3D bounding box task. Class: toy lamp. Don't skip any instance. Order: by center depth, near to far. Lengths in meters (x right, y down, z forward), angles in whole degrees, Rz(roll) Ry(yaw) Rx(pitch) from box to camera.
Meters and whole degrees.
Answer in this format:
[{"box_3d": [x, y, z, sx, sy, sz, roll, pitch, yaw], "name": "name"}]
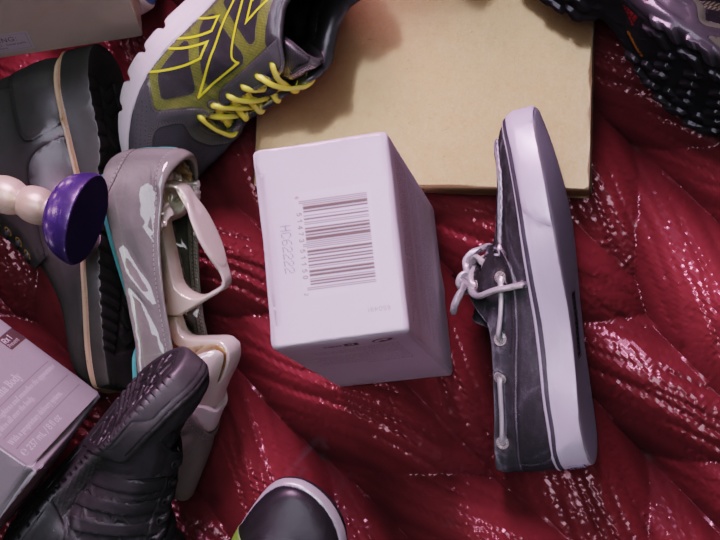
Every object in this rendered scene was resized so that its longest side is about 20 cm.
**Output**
[{"box_3d": [-0.239, -0.056, 1.073, 0.198, 0.058, 0.059, 17, 84, 15], "name": "toy lamp"}]

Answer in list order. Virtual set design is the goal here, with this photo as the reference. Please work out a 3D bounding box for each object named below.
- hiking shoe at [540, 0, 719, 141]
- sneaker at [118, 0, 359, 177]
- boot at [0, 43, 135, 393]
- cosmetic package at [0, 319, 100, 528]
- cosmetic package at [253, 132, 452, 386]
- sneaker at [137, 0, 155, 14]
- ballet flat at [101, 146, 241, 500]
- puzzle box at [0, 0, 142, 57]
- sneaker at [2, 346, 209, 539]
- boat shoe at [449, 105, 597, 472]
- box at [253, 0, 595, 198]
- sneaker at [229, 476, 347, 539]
[{"box_3d": [0.185, -0.156, 1.094, 0.200, 0.076, 0.101, 40, 66, -3], "name": "hiking shoe"}, {"box_3d": [-0.067, -0.119, 1.103, 0.085, 0.074, 0.201, 44, 111, 36], "name": "sneaker"}, {"box_3d": [-0.198, -0.020, 1.147, 0.137, 0.077, 0.202, -11, 74, 17], "name": "boot"}, {"box_3d": [-0.256, 0.056, 1.066, 0.199, 0.107, 0.090, 38, 115, -2], "name": "cosmetic package"}, {"box_3d": [0.000, 0.000, 1.037, 0.070, 0.200, 0.103, -8, 80, 8], "name": "cosmetic package"}, {"box_3d": [-0.127, -0.259, 1.161, 0.110, 0.077, 0.202, -21, 72, 15], "name": "sneaker"}, {"box_3d": [-0.100, 0.030, 1.097, 0.063, 0.067, 0.202, -9, 95, 19], "name": "ballet flat"}, {"box_3d": [-0.229, -0.158, 1.075, 0.198, 0.133, 0.026, -8, 67, 1], "name": "puzzle box"}, {"box_3d": [-0.121, 0.139, 1.067, 0.104, 0.060, 0.200, 39, 109, -14], "name": "sneaker"}, {"box_3d": [0.086, 0.012, 1.086, 0.067, 0.074, 0.202, -7, 98, 15], "name": "boat shoe"}, {"box_3d": [0.038, -0.125, 1.142, 0.198, 0.021, 0.165, 1, 81, 9], "name": "box"}, {"box_3d": [-0.065, 0.210, 1.074, 0.071, 0.083, 0.202, 22, 85, 11], "name": "sneaker"}]
